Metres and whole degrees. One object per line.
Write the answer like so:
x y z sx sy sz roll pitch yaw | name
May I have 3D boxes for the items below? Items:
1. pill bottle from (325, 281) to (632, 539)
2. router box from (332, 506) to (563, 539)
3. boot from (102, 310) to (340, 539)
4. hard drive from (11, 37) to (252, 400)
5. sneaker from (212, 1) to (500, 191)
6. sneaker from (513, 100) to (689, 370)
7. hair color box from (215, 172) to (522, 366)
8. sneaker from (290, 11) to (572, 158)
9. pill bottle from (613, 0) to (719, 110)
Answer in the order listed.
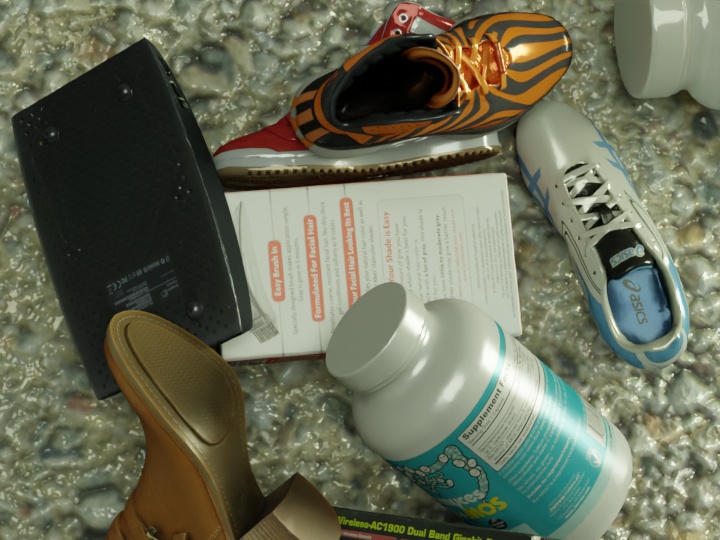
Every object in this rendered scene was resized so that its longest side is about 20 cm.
0.071 0.093 1.118 0.200 0.111 0.111 40 78 -25 | pill bottle
0.029 0.227 1.094 0.199 0.062 0.151 3 79 38 | router box
-0.122 0.136 1.107 0.200 0.155 0.074 52 37 2 | boot
-0.144 -0.032 1.147 0.134 0.042 0.201 -26 77 27 | hard drive
-0.010 -0.118 1.195 0.198 0.071 0.113 -8 86 -16 | sneaker
0.167 -0.028 1.203 0.071 0.072 0.201 -25 84 -8 | sneaker
0.000 0.000 1.183 0.198 0.064 0.112 -4 83 -9 | hair color box
0.060 -0.118 1.121 0.199 0.112 0.078 -22 94 -18 | sneaker
0.281 -0.170 1.216 0.198 0.116 0.117 -4 82 -7 | pill bottle
